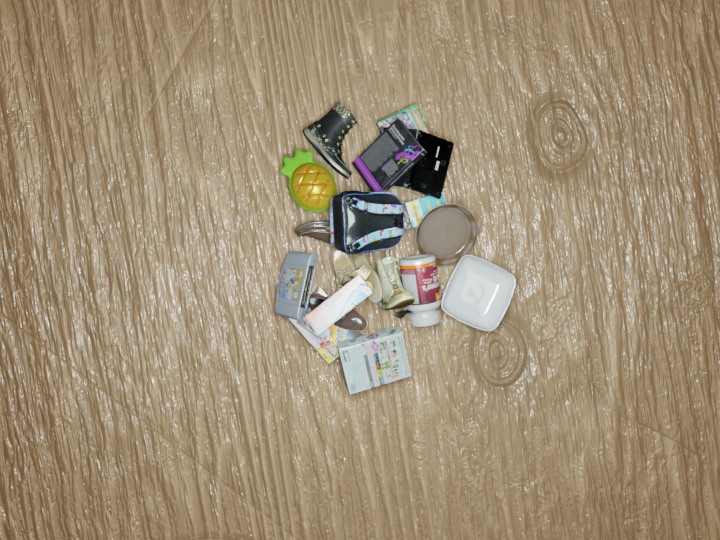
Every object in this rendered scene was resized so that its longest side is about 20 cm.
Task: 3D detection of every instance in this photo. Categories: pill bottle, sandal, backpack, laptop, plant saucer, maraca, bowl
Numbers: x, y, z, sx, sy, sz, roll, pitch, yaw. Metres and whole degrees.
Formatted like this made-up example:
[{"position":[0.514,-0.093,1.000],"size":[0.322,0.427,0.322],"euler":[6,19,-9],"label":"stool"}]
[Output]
[{"position":[0.182,0.059,1.588],"size":[0.109,0.110,0.201],"euler":[-9,99,-3],"label":"pill bottle"},{"position":[-0.003,0.003,1.583],"size":[0.069,0.078,0.213],"euler":[4,57,-37],"label":"sandal"},{"position":[0.022,-0.144,1.546],"size":[0.199,0.134,0.184],"euler":[-8,99,-25],"label":"backpack"},{"position":[0.159,-0.328,1.617],"size":[0.199,0.103,0.178],"euler":[14,90,-22],"label":"laptop"},{"position":[0.261,-0.111,1.625],"size":[0.199,0.032,0.201],"euler":[-4,114,-8],"label":"plant saucer"},{"position":[-0.155,-0.269,1.593],"size":[0.137,0.107,0.201],"euler":[-34,92,-9],"label":"maraca"},{"position":[0.357,0.070,1.638],"size":[0.199,0.075,0.201],"euler":[25,88,-3],"label":"bowl"}]

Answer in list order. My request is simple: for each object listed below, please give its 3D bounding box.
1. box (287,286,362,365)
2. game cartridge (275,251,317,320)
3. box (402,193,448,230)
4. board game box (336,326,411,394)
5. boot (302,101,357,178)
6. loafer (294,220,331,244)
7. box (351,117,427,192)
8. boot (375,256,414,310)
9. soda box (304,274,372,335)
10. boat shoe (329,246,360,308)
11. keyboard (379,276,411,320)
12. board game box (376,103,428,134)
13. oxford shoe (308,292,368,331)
[{"position":[-0.110,0.170,1.634],"size":[0.136,0.038,0.200],"euler":[-41,92,-3],"label":"box"},{"position":[-0.197,0.043,1.587],"size":[0.041,0.133,0.201],"euler":[17,82,-47],"label":"game cartridge"},{"position":[0.162,-0.173,1.639],"size":[0.199,0.049,0.083],"euler":[-18,91,-3],"label":"box"},{"position":[0.041,0.271,1.608],"size":[0.199,0.064,0.149],"euler":[-14,103,-7],"label":"board game box"},{"position":[-0.060,-0.397,1.610],"size":[0.154,0.073,0.204],"euler":[-42,85,0],"label":"boot"},{"position":[-0.100,-0.115,1.614],"size":[0.198,0.073,0.072],"euler":[-5,90,-3],"label":"loafer"},{"position":[0.084,-0.334,1.581],"size":[0.200,0.036,0.143],"euler":[-42,65,21],"label":"box"},{"position":[0.095,0.034,1.551],"size":[0.072,0.200,0.156],"euler":[-8,84,-13],"label":"boot"},{"position":[-0.062,0.098,1.512],"size":[0.200,0.064,0.069],"euler":[-38,89,-1],"label":"soda box"},{"position":[-0.038,0.019,1.623],"size":[0.071,0.065,0.201],"euler":[-22,92,-2],"label":"boat shoe"},{"position":[0.153,0.077,1.656],"size":[0.199,0.021,0.128],"euler":[-19,91,-2],"label":"keyboard"},{"position":[0.151,-0.396,1.646],"size":[0.134,0.029,0.201],"euler":[-26,92,-3],"label":"board game box"},{"position":[-0.069,0.131,1.580],"size":[0.199,0.073,0.072],"euler":[24,88,-3],"label":"oxford shoe"}]
